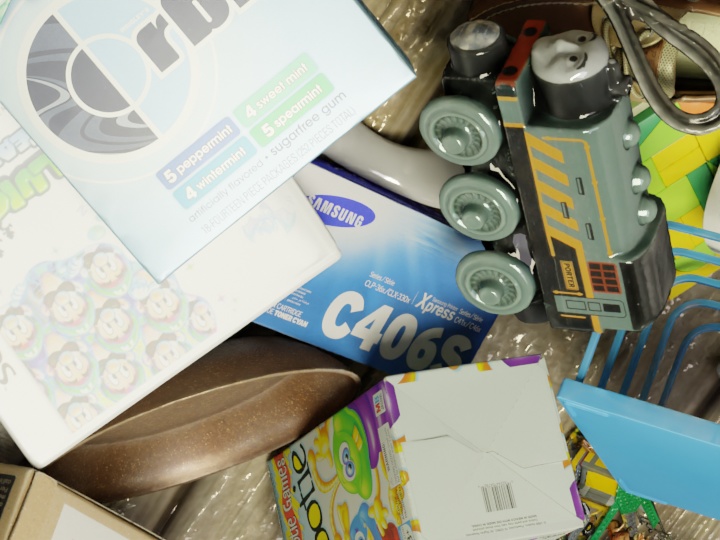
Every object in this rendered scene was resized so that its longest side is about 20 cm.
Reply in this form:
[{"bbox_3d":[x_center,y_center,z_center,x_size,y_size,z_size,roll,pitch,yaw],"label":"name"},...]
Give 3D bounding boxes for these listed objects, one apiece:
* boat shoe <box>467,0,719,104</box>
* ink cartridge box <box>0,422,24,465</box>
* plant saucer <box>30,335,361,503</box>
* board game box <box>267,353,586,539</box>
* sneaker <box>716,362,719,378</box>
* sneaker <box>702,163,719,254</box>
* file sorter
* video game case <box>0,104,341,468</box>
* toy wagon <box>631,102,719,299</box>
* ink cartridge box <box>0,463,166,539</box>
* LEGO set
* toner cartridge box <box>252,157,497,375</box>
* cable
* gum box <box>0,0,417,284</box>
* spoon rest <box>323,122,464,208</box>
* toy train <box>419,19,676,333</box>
[{"bbox_3d":[0.158,-0.127,1.424,0.199,0.074,0.076,-2,114,-1],"label":"boat shoe"},{"bbox_3d":[-0.186,0.018,1.420,0.119,0.042,0.200,29,111,-39],"label":"ink cartridge box"},{"bbox_3d":[-0.099,0.081,1.472,0.200,0.037,0.200,-18,165,-5],"label":"plant saucer"},{"bbox_3d":[0.033,0.129,1.513,0.105,0.103,0.200,-7,165,-24],"label":"board game box"},{"bbox_3d":[0.286,0.013,1.640,0.080,0.071,0.201,-3,128,-22],"label":"sneaker"},{"bbox_3d":[0.265,-0.096,1.495,0.073,0.085,0.201,3,102,-46],"label":"sneaker"},{"bbox_3d":[0.218,0.069,1.525,0.123,0.138,0.200,-69,158,-13],"label":"file sorter"},{"bbox_3d":[-0.137,-0.024,1.349,0.200,0.024,0.182,-35,109,-6],"label":"video game case"},{"bbox_3d":[0.167,-0.063,1.536,0.155,0.040,0.200,-33,134,0],"label":"toy wagon"},{"bbox_3d":[-0.180,0.173,1.461,0.200,0.164,0.075,36,68,-41],"label":"ink cartridge box"},{"bbox_3d":[0.129,0.194,1.705,0.154,0.116,0.200,-58,140,-16],"label":"LEGO set"},{"bbox_3d":[0.000,0.000,1.472,0.200,0.043,0.095,22,99,-45],"label":"toner cartridge box"},{"bbox_3d":[0.129,-0.160,1.363,0.097,0.201,0.050,-19,173,1],"label":"cable"},{"bbox_3d":[-0.099,-0.123,1.287,0.170,0.045,0.200,-38,105,6],"label":"gum box"},{"bbox_3d":[-0.010,-0.092,1.400,0.060,0.100,0.200,-2,152,35],"label":"spoon rest"},{"bbox_3d":[0.104,-0.050,1.402,0.114,0.085,0.200,4,132,23],"label":"toy train"}]
